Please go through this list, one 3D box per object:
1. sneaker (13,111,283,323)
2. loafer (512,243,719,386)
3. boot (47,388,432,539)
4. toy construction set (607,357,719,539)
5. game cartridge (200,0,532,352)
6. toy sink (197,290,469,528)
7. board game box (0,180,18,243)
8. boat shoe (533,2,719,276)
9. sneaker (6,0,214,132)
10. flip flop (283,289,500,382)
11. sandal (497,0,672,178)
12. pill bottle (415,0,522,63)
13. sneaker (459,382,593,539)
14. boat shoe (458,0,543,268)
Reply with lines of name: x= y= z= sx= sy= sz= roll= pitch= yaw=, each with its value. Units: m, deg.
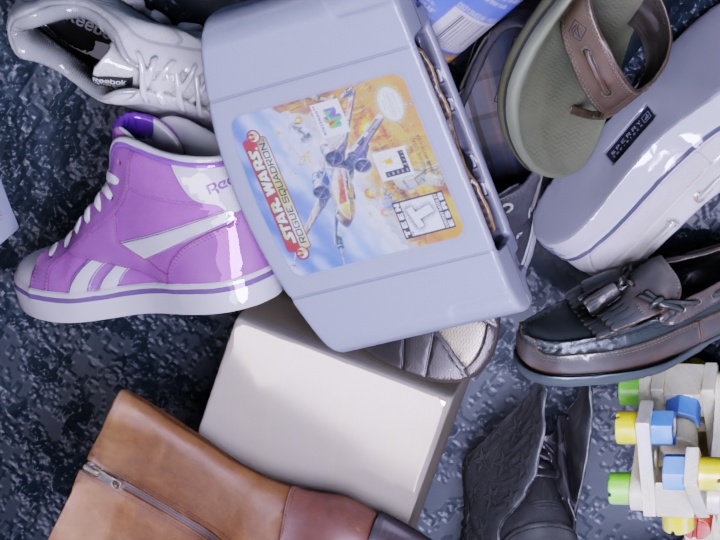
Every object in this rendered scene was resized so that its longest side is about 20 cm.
sneaker: x=-0.130 y=-0.034 z=1.620 sx=0.200 sy=0.073 sz=0.114 roll=-6 pitch=108 yaw=42
loafer: x=0.175 y=0.008 z=1.556 sx=0.200 sy=0.072 sz=0.063 roll=-13 pitch=123 yaw=-14
boot: x=-0.084 y=0.188 z=1.586 sx=0.200 sy=0.068 sz=0.188 roll=23 pitch=108 yaw=5
toy construction set: x=0.176 y=0.127 z=1.583 sx=0.092 sy=0.131 sz=0.200 roll=10 pitch=136 yaw=3
game cartridge: x=-0.003 y=-0.055 z=1.516 sx=0.133 sy=0.042 sz=0.200 roll=-16 pitch=108 yaw=23
toy sink: x=-0.029 y=0.123 z=1.652 sx=0.130 sy=0.112 sz=0.200 roll=20 pitch=107 yaw=6
board game box: x=-0.326 y=-0.088 z=1.685 sx=0.199 sy=0.041 sz=0.200 roll=-14 pitch=105 yaw=17
boat shoe: x=0.185 y=-0.071 z=1.565 sx=0.070 sy=0.071 sz=0.200 roll=33 pitch=106 yaw=-33
sneaker: x=-0.106 y=-0.110 z=1.607 sx=0.200 sy=0.081 sz=0.075 roll=20 pitch=110 yaw=4
flip flop: x=0.000 y=0.000 z=1.617 sx=0.200 sy=0.058 sz=0.081 roll=24 pitch=93 yaw=32
sandal: x=0.131 y=-0.124 z=1.499 sx=0.057 sy=0.080 sz=0.201 roll=51 pitch=135 yaw=32
pill bottle: x=0.075 y=-0.205 z=1.514 sx=0.200 sy=0.112 sz=0.112 roll=-40 pitch=96 yaw=21
sneaker: x=0.085 y=0.147 z=1.659 sx=0.060 sy=0.104 sz=0.200 roll=5 pitch=149 yaw=-19
boat shoe: x=0.073 y=-0.056 z=1.590 sx=0.070 sy=0.066 sz=0.200 roll=20 pitch=113 yaw=6
